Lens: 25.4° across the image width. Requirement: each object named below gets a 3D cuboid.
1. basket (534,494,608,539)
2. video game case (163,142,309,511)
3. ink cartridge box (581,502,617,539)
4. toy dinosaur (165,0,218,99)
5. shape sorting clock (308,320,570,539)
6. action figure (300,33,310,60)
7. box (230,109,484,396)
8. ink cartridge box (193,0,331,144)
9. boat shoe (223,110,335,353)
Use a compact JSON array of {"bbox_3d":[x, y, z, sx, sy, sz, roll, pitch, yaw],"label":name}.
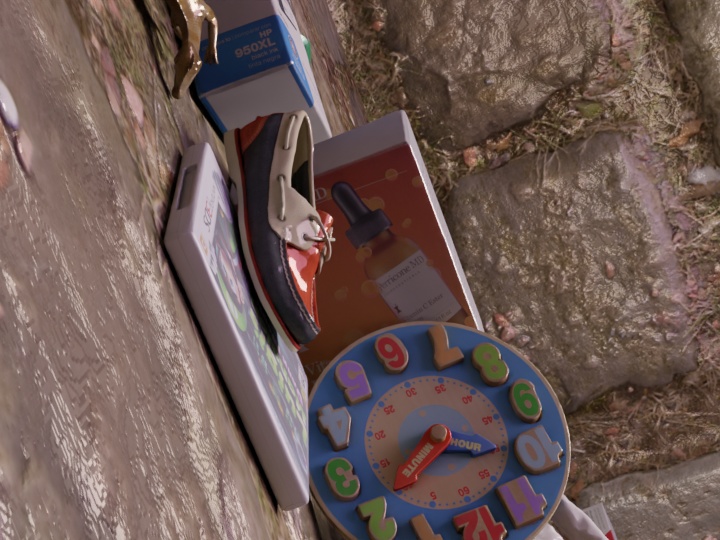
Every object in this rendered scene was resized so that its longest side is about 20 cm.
[{"bbox_3d":[0.123,0.265,1.247,0.198,0.161,0.200,45,-7,26],"label":"basket"},{"bbox_3d":[-0.077,0.032,1.065,0.182,0.023,0.201,-95,165,-68],"label":"video game case"},{"bbox_3d":[0.371,0.528,2.886,0.145,0.199,0.084,-103,168,-50],"label":"ink cartridge box"},{"bbox_3d":[-0.136,-0.222,1.177,0.101,0.058,0.201,32,39,-79],"label":"toy dinosaur"},{"bbox_3d":[0.055,0.124,1.166,0.039,0.199,0.201,103,-26,-62],"label":"shape sorting clock"},{"bbox_3d":[-0.061,-0.133,1.633,0.118,0.054,0.201,65,14,-55],"label":"action figure"},{"bbox_3d":[0.000,0.000,1.263,0.106,0.151,0.201,-93,162,-71],"label":"box"},{"bbox_3d":[-0.101,-0.210,1.333,0.145,0.084,0.201,59,13,-67],"label":"ink cartridge box"},{"bbox_3d":[-0.050,-0.033,1.127,0.071,0.062,0.201,66,8,-51],"label":"boat shoe"}]
